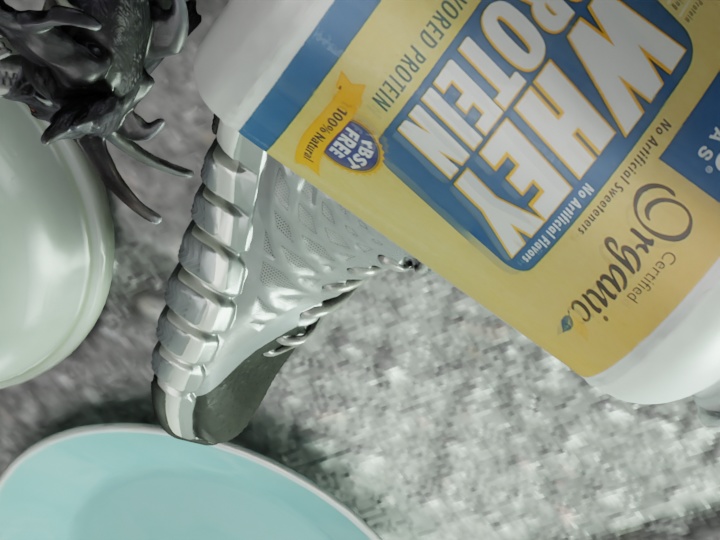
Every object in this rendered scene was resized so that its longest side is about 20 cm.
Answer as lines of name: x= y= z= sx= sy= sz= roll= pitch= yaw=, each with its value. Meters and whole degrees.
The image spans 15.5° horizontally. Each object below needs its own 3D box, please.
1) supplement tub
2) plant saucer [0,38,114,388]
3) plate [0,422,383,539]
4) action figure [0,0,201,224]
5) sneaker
supplement tub: x=0.068 y=-0.054 z=0.751 sx=0.199 sy=0.145 sz=0.145 roll=35 pitch=134 yaw=-5
plant saucer: x=-0.189 y=-0.022 z=0.971 sx=0.199 sy=0.050 sz=0.201 roll=14 pitch=133 yaw=15
plate: x=-0.056 y=0.131 z=1.053 sx=0.199 sy=0.026 sz=0.201 roll=13 pitch=132 yaw=15
action figure: x=-0.106 y=-0.113 z=0.810 sx=0.101 sy=0.119 sz=0.201 roll=1 pitch=116 yaw=23
sneaker: x=0.000 y=0.000 z=0.882 sx=0.115 sy=0.075 sz=0.201 roll=20 pitch=133 yaw=6
